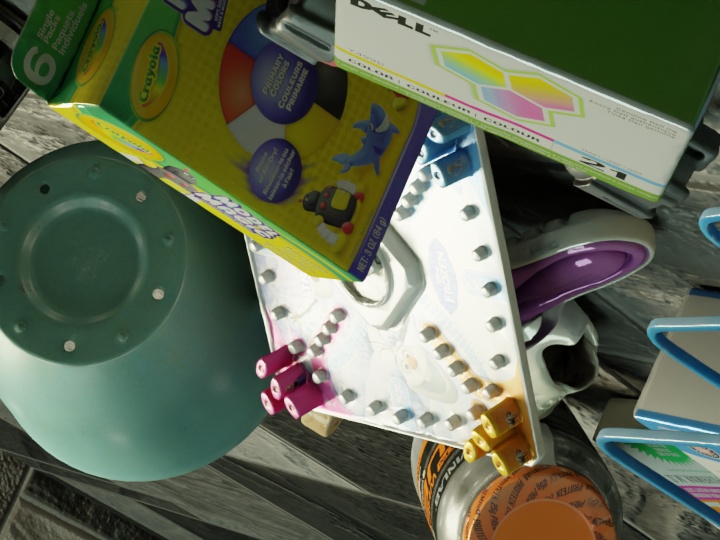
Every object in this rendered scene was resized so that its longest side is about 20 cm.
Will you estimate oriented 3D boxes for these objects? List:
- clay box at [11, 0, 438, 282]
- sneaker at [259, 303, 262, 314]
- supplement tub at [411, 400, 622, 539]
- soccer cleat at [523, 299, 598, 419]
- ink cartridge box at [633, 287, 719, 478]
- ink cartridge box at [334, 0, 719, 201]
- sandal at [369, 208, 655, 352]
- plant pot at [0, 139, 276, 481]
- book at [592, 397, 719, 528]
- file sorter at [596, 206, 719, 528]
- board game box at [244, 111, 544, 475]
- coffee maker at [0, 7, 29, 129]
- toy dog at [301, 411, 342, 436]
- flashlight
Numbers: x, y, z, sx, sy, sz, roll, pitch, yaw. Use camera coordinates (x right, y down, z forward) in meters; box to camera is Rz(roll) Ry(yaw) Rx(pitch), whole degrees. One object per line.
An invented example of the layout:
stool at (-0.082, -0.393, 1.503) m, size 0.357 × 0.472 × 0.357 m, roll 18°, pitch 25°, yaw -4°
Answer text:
clay box at (-0.056, -0.090, 1.195) m, size 0.200 × 0.115 × 0.048 m, roll 33°, pitch 164°, yaw -37°
sneaker at (0.041, 0.013, 1.484) m, size 0.114 × 0.073 × 0.200 m, roll 35°, pitch 154°, yaw -21°
supplement tub at (0.103, 0.148, 1.725) m, size 0.122 × 0.123 × 0.200 m, roll 27°, pitch -172°, yaw -11°
soccer cleat at (0.110, 0.057, 1.595) m, size 0.077 × 0.069 × 0.200 m, roll 27°, pitch 166°, yaw 19°
ink cartridge box at (0.269, 0.096, 1.420) m, size 0.200 × 0.084 × 0.144 m, roll 35°, pitch 164°, yaw -37°
ink cartridge box at (0.069, -0.109, 0.971) m, size 0.147 × 0.076 × 0.200 m, roll 23°, pitch 169°, yaw 4°
sandal at (0.073, 0.026, 1.386) m, size 0.082 × 0.050 × 0.202 m, roll 13°, pitch 148°, yaw -34°
plant pot at (-0.147, 0.012, 1.563) m, size 0.200 × 0.201 × 0.161 m, roll 21°, pitch 170°, yaw 14°
book at (0.268, 0.144, 1.730) m, size 0.200 × 0.048 × 0.133 m, roll 33°, pitch 164°, yaw -22°
file sorter at (0.193, 0.008, 0.945) m, size 0.122 × 0.201 × 0.139 m, roll 32°, pitch 166°, yaw -21°
board game box at (0.000, 0.000, 1.376) m, size 0.200 × 0.026 × 0.201 m, roll 11°, pitch 121°, yaw 45°
coffee maker at (-0.302, -0.077, 1.506) m, size 0.191 × 0.201 × 0.135 m, roll 22°, pitch 165°, yaw 4°
toy dog at (-0.032, 0.029, 1.757) m, size 0.132 × 0.097 × 0.200 m, roll 34°, pitch 153°, yaw -9°
flashlight at (0.054, -0.085, 1.131) m, size 0.199 × 0.068 × 0.068 m, roll 28°, pitch -163°, yaw -23°
